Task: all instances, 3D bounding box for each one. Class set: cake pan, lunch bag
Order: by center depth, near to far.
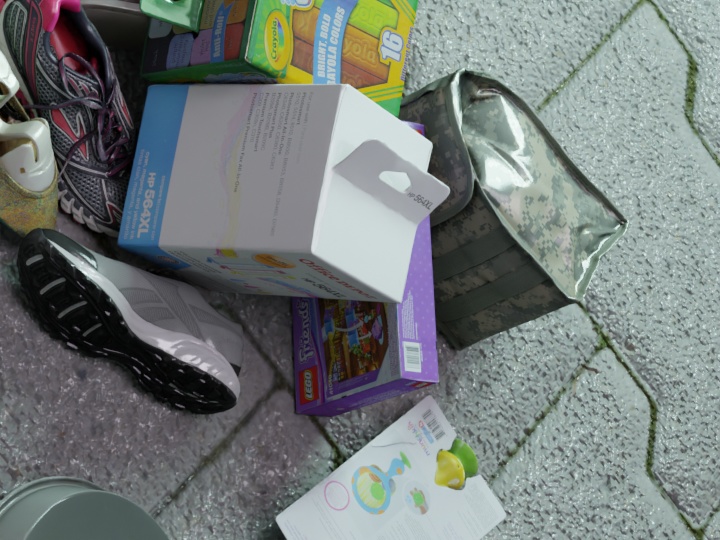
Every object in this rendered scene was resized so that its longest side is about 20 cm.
[{"bbox_3d":[-0.186,0.237,1.502,0.200,0.037,0.201,21,62,-46],"label":"cake pan"},{"bbox_3d":[0.081,-0.054,1.729,0.200,0.164,0.118,48,53,-14],"label":"lunch bag"}]

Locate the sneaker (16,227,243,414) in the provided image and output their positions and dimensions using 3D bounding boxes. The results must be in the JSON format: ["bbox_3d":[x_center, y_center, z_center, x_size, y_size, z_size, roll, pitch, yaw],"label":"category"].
[{"bbox_3d":[-0.165,0.027,1.597,0.200,0.074,0.080,37,49,-28],"label":"sneaker"}]

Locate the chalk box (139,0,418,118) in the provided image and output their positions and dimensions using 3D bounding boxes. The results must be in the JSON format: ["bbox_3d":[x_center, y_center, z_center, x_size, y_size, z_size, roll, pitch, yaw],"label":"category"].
[{"bbox_3d":[-0.072,-0.185,1.604,0.199,0.124,0.126,21,74,-42],"label":"chalk box"}]

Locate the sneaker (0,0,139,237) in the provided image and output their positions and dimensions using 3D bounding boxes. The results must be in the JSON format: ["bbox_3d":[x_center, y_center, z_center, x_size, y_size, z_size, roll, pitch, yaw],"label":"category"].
[{"bbox_3d":[-0.200,-0.111,1.596,0.081,0.074,0.201,-45,115,-37],"label":"sneaker"}]

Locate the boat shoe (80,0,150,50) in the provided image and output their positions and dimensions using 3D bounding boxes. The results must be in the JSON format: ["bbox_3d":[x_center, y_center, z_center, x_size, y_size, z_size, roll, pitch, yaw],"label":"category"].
[{"bbox_3d":[-0.137,-0.200,1.677,0.199,0.072,0.060,8,74,-39],"label":"boat shoe"}]

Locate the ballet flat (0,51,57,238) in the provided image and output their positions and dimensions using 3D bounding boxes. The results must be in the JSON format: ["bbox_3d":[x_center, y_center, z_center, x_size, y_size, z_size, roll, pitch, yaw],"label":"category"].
[{"bbox_3d":[-0.254,-0.107,1.533,0.071,0.070,0.201,-47,119,-35],"label":"ballet flat"}]

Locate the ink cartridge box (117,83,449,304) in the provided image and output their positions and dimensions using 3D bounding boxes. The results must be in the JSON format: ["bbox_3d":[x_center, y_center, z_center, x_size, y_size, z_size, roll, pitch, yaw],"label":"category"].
[{"bbox_3d":[-0.050,-0.055,1.584,0.128,0.199,0.126,28,70,-53],"label":"ink cartridge box"}]

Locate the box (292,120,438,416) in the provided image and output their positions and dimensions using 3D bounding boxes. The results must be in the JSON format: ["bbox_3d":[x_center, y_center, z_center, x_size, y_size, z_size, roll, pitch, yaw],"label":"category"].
[{"bbox_3d":[0.000,0.000,1.673,0.039,0.137,0.201,8,72,-35],"label":"box"}]

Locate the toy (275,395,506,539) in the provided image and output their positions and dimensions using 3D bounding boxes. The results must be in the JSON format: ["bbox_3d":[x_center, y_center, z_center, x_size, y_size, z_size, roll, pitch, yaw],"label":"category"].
[{"bbox_3d":[0.017,0.193,1.685,0.200,0.047,0.115,-35,94,-40],"label":"toy"}]
